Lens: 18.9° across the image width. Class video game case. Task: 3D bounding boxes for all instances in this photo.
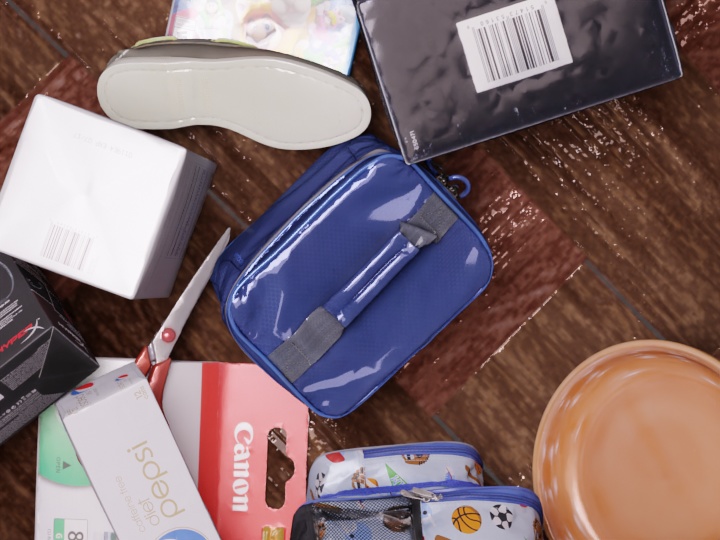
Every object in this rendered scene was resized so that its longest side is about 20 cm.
[{"bbox_3d":[-0.059,-0.242,1.624,0.142,0.018,0.201,12,91,3],"label":"video game case"}]

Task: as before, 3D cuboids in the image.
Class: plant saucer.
[{"bbox_3d":[0.219,0.150,1.569,0.199,0.037,0.201,1,91,34],"label":"plant saucer"}]

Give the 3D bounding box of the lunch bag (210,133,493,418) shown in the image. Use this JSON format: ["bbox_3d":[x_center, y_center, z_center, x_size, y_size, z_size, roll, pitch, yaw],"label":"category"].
[{"bbox_3d":[0.000,0.000,1.550,0.200,0.132,0.136,-45,107,1],"label":"lunch bag"}]

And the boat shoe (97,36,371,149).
[{"bbox_3d":[-0.089,-0.135,1.589,0.201,0.060,0.072,6,120,6],"label":"boat shoe"}]

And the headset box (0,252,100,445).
[{"bbox_3d":[-0.302,0.032,1.573,0.148,0.075,0.200,-38,56,2],"label":"headset box"}]

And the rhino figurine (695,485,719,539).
[{"bbox_3d":[0.280,0.228,1.591,0.087,0.060,0.201,-3,91,22],"label":"rhino figurine"}]

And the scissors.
[{"bbox_3d":[-0.153,0.056,1.591,0.073,0.014,0.201,16,89,-12],"label":"scissors"}]

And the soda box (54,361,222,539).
[{"bbox_3d":[-0.148,0.172,1.561,0.068,0.064,0.201,-26,105,-9],"label":"soda box"}]

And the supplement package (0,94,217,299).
[{"bbox_3d":[-0.179,-0.048,1.539,0.113,0.200,0.110,20,90,3],"label":"supplement package"}]

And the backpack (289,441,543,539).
[{"bbox_3d":[0.041,0.209,1.548,0.189,0.200,0.155,3,70,-3],"label":"backpack"}]

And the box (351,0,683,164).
[{"bbox_3d":[0.104,-0.168,1.521,0.199,0.198,0.124,-17,101,2],"label":"box"}]

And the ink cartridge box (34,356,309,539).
[{"bbox_3d":[-0.141,0.147,1.616,0.199,0.050,0.162,2,91,4],"label":"ink cartridge box"}]
